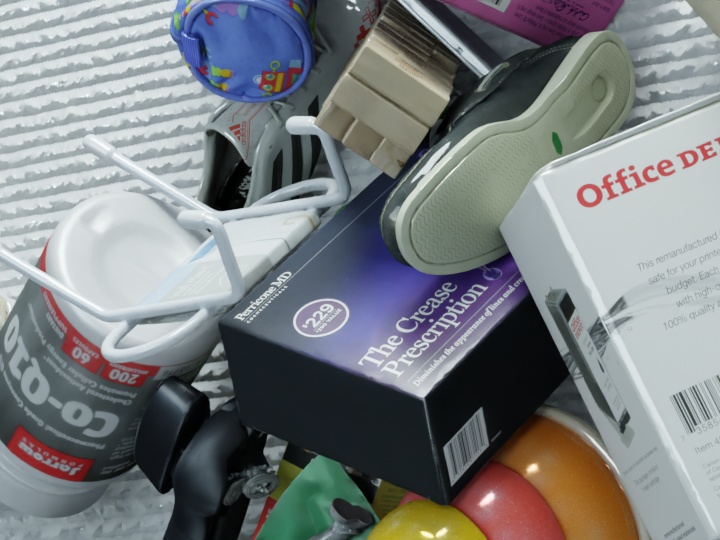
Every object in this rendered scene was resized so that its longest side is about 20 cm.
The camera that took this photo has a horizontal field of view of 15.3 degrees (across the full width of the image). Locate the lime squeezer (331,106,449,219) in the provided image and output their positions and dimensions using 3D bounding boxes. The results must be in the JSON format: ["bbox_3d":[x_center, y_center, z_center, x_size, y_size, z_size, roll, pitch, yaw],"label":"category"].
[{"bbox_3d":[0.000,0.000,1.539,0.070,0.038,0.201,8,69,52],"label":"lime squeezer"}]

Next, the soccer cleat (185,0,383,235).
[{"bbox_3d":[-0.048,-0.095,1.574,0.068,0.085,0.201,30,99,34],"label":"soccer cleat"}]

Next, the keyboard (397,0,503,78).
[{"bbox_3d":[0.022,-0.164,1.517,0.200,0.056,0.011,44,104,9],"label":"keyboard"}]

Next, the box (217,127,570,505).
[{"bbox_3d":[0.043,0.018,1.429,0.140,0.200,0.079,16,135,36],"label":"box"}]

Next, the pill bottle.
[{"bbox_3d":[-0.158,0.056,1.568,0.114,0.113,0.200,63,142,24],"label":"pill bottle"}]

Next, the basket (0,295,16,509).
[{"bbox_3d":[-0.321,0.091,1.703,0.199,0.123,0.137,-13,74,32],"label":"basket"}]

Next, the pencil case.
[{"bbox_3d":[-0.065,-0.185,1.557,0.086,0.078,0.201,-4,43,5],"label":"pencil case"}]

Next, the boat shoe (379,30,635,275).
[{"bbox_3d":[0.069,-0.061,1.411,0.067,0.200,0.072,6,126,39],"label":"boat shoe"}]

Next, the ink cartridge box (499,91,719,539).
[{"bbox_3d":[0.180,0.026,1.339,0.146,0.083,0.201,-22,78,-17],"label":"ink cartridge box"}]

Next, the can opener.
[{"bbox_3d":[-0.091,0.143,1.540,0.079,0.063,0.201,44,142,31],"label":"can opener"}]

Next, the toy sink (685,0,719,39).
[{"bbox_3d":[0.234,-0.155,1.355,0.112,0.130,0.200,-38,60,2],"label":"toy sink"}]

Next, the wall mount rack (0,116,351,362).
[{"bbox_3d":[-0.106,-0.026,1.457,0.173,0.200,0.075,-7,114,36],"label":"wall mount rack"}]

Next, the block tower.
[{"bbox_3d":[0.018,-0.103,1.465,0.058,0.200,0.054,34,103,-2],"label":"block tower"}]

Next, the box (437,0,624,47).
[{"bbox_3d":[0.040,-0.222,1.480,0.200,0.176,0.097,42,105,31],"label":"box"}]

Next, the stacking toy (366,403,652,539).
[{"bbox_3d":[0.046,0.162,1.385,0.145,0.199,0.147,16,115,39],"label":"stacking toy"}]

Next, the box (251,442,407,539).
[{"bbox_3d":[-0.024,0.165,1.535,0.075,0.050,0.201,24,97,33],"label":"box"}]

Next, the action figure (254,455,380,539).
[{"bbox_3d":[-0.061,0.204,1.495,0.200,0.055,0.119,-42,65,26],"label":"action figure"}]
